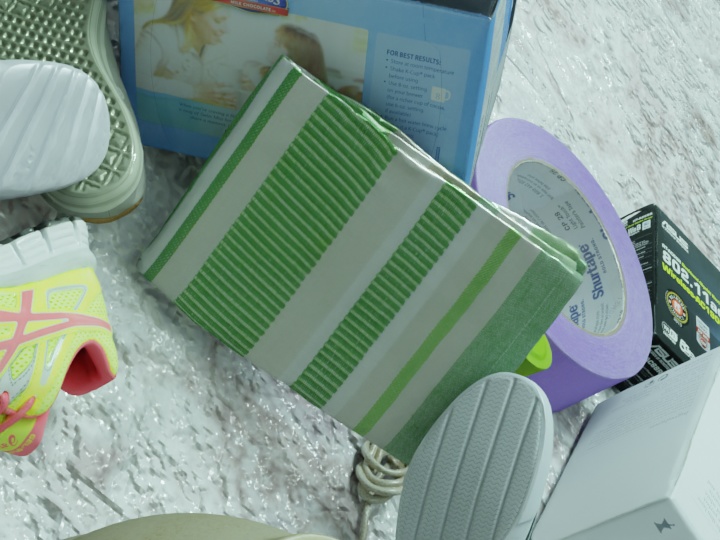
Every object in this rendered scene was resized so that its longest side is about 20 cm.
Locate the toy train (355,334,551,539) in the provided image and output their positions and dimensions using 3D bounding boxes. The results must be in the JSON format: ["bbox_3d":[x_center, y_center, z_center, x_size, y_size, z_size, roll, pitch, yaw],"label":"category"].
[{"bbox_3d":[0.062,0.065,0.879,0.085,0.115,0.201,43,37,-23],"label":"toy train"}]

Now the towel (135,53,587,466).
[{"bbox_3d":[0.000,0.000,0.791,0.199,0.153,0.023,34,16,-13],"label":"towel"}]

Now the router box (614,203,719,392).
[{"bbox_3d":[0.268,0.066,1.203,0.200,0.062,0.150,42,36,-26],"label":"router box"}]

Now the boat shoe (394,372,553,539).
[{"bbox_3d":[0.056,0.152,0.800,0.071,0.072,0.201,21,88,-60],"label":"boat shoe"}]

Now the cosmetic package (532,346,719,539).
[{"bbox_3d":[0.230,0.194,0.999,0.200,0.123,0.200,55,32,-8],"label":"cosmetic package"}]

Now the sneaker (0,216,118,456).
[{"bbox_3d":[-0.167,0.041,0.632,0.200,0.078,0.091,-27,94,-55],"label":"sneaker"}]

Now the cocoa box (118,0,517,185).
[{"bbox_3d":[-0.019,-0.137,0.822,0.198,0.134,0.132,13,43,7],"label":"cocoa box"}]

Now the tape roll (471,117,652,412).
[{"bbox_3d":[0.122,-0.004,1.060,0.200,0.065,0.201,32,43,-36],"label":"tape roll"}]

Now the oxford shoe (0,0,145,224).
[{"bbox_3d":[-0.157,-0.105,0.778,0.058,0.075,0.201,86,-16,-63],"label":"oxford shoe"}]

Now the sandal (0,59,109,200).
[{"bbox_3d":[-0.208,-0.055,0.662,0.206,0.059,0.080,-5,93,-43],"label":"sandal"}]

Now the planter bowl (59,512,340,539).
[{"bbox_3d":[-0.052,0.185,0.620,0.200,0.134,0.201,33,41,-34],"label":"planter bowl"}]
